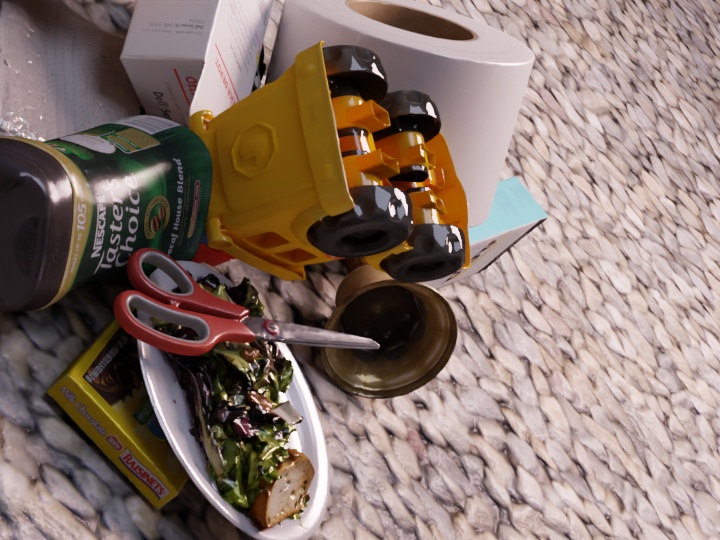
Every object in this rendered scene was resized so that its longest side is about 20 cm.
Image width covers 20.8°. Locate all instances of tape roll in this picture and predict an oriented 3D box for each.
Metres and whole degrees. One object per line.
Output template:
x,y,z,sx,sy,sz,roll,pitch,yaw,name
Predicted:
0.023,-0.132,1.550,0.203,0.139,0.203,14,17,-4,tape roll

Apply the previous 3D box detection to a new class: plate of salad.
-0.072,0.080,1.265,0.200,0.048,0.200,44,30,-34,plate of salad

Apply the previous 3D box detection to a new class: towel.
-0.210,-0.127,1.390,0.133,0.034,0.200,32,31,-32,towel

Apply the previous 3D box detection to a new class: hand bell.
0.000,0.000,1.523,0.104,0.104,0.200,34,18,-30,hand bell

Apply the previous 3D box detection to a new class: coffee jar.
-0.179,-0.037,1.233,0.085,0.104,0.200,19,18,24,coffee jar

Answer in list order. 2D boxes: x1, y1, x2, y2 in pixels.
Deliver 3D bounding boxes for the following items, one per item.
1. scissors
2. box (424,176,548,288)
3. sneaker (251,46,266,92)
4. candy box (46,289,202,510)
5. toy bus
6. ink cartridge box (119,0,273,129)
-0.068,0.042,1.246,0.200,0.014,0.073,24,40,-28,scissors
0.082,-0.028,1.668,0.049,0.082,0.200,54,26,9,box
-0.105,-0.154,1.550,0.091,0.066,0.200,67,17,-60,sneaker
-0.126,0.067,1.276,0.102,0.026,0.200,50,26,-9,candy box
-0.039,-0.049,1.383,0.200,0.192,0.136,27,46,-57,toy bus
-0.120,-0.172,1.441,0.117,0.067,0.200,71,27,-60,ink cartridge box
